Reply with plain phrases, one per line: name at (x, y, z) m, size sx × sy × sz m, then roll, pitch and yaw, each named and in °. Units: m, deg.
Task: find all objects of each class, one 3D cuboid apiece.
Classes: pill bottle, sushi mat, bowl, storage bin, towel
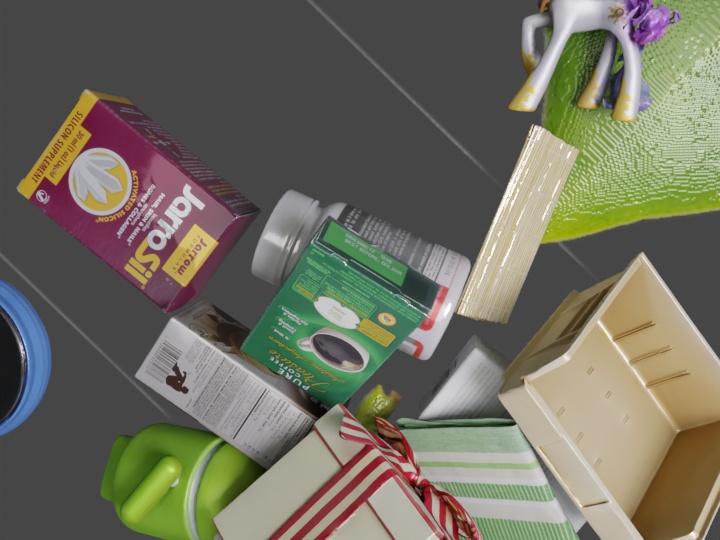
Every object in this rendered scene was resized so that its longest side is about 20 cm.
pill bottle at (0.000, 0.000, 0.823) m, size 0.199 × 0.114 × 0.114 m, roll 25°, pitch 99°, yaw 3°
sushi mat at (0.159, -0.040, 0.818) m, size 0.012 × 0.095 × 0.201 m, roll 28°, pitch 102°, yaw 39°
bowl at (-0.455, 0.100, 0.926) m, size 0.199 × 0.039 × 0.202 m, roll 1°, pitch 98°, yaw 6°
storage bin at (0.252, 0.125, 0.765) m, size 0.200 × 0.198 × 0.094 m, roll 54°, pitch 138°, yaw -3°
towel at (0.132, 0.225, 0.819) m, size 0.152 × 0.023 × 0.201 m, roll -9°, pitch 120°, yaw 41°

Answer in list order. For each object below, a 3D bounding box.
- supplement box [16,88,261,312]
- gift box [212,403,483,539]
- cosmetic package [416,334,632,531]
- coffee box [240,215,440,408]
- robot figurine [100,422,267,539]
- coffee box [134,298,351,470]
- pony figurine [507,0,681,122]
supplement box at (-0.226, -0.072, 0.845) m, size 0.200 × 0.103 × 0.131 m, roll 39°, pitch 99°, yaw 0°
gift box at (-0.001, 0.249, 0.745) m, size 0.187 × 0.200 × 0.185 m, roll -40°, pitch 54°, yaw -5°
cosmetic package at (0.167, 0.170, 0.847) m, size 0.200 × 0.071 × 0.102 m, roll 39°, pitch 100°, yaw 1°
coffee box at (-0.026, 0.047, 0.764) m, size 0.123 × 0.044 × 0.200 m, roll 31°, pitch 138°, yaw -4°
robot figurine at (-0.177, 0.227, 0.857) m, size 0.199 × 0.175 × 0.116 m, roll 5°, pitch 69°, yaw 26°
coffee box at (-0.117, 0.124, 0.854) m, size 0.199 × 0.113 × 0.080 m, roll 34°, pitch 100°, yaw 0°
pony figurine at (0.235, -0.247, 0.760) m, size 0.192 × 0.167 × 0.201 m, roll 9°, pitch 114°, yaw 13°
